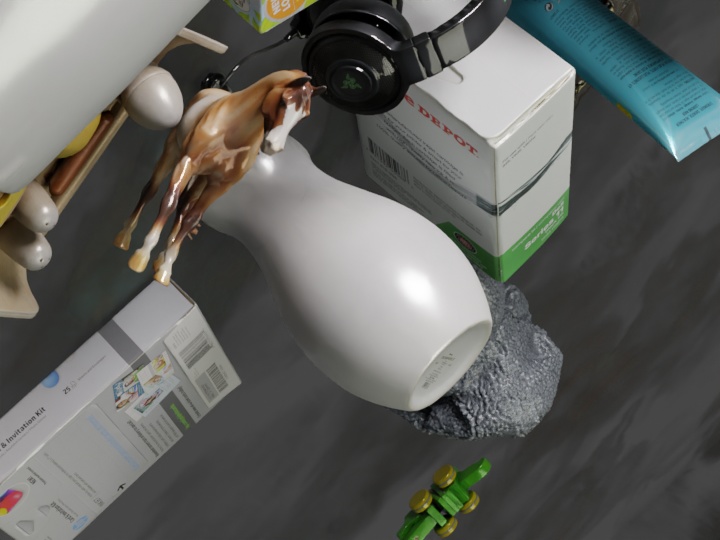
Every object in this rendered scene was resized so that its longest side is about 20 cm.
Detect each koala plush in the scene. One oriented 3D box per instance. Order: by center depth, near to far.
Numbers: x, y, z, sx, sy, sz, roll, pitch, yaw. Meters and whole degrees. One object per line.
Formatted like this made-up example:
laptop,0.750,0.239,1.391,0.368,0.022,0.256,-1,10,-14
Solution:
koala plush,0.083,0.036,1.305,0.177,0.184,0.200,-40,145,-18

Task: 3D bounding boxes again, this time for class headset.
headset,-0.001,-0.136,0.921,0.199,0.124,0.094,-20,130,7

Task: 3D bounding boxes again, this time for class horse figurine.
horse figurine,-0.087,-0.058,0.849,0.133,0.050,0.200,-59,-169,-2

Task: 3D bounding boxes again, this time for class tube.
tube,0.182,-0.157,1.100,0.077,0.200,0.051,-34,154,-25

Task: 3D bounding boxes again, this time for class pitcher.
pitcher,0.000,0.000,1.032,0.121,0.200,0.171,-52,158,12

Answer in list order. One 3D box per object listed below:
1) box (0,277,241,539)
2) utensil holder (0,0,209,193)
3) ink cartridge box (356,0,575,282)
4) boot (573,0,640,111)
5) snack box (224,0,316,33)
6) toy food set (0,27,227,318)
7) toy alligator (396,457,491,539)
box,-0.184,0.110,1.085,0.200,0.041,0.156,-44,157,-11
utensil holder,-0.126,-0.154,0.599,0.200,0.170,0.170,-47,158,3
ink cartridge box,0.071,-0.102,1.062,0.083,0.147,0.200,-43,158,-14
boot,0.158,-0.171,1.230,0.175,0.069,0.200,-56,161,5
snack box,0.006,-0.238,0.845,0.200,0.053,0.143,-35,154,-27
toy food set,-0.168,-0.059,0.814,0.200,0.060,0.143,-53,157,12
toy alligator,0.080,0.299,1.856,0.200,0.059,0.054,-46,-162,-6
